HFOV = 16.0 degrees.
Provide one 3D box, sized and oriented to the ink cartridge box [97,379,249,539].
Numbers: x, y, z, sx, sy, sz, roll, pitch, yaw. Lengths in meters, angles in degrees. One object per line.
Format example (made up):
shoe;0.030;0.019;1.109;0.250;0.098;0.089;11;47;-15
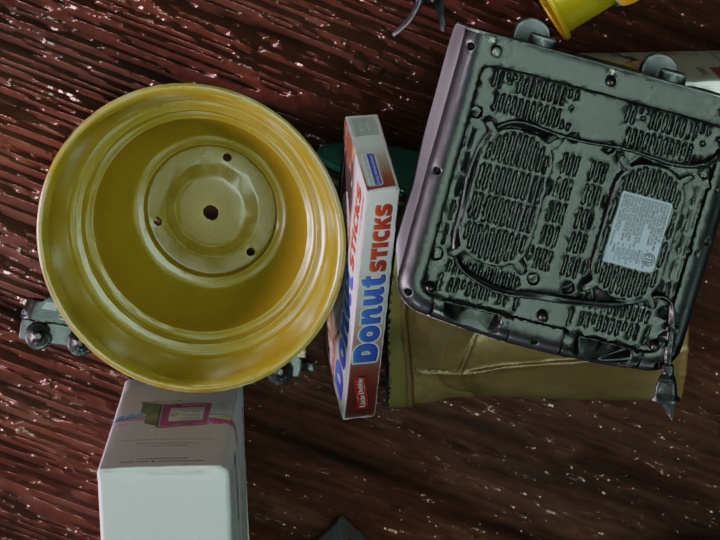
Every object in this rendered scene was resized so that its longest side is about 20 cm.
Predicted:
ink cartridge box;-0.117;0.164;1.645;0.084;0.200;0.146;-1;103;1

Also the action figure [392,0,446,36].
action figure;0.043;-0.245;1.604;0.118;0.102;0.201;-6;103;-13

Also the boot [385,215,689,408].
boot;0.115;0.024;1.667;0.199;0.066;0.176;-2;143;0

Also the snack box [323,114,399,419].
snack box;0.000;0.000;1.629;0.024;0.072;0.201;-5;134;-11

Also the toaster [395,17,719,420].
toaster;0.122;-0.040;1.527;0.180;0.119;0.201;14;101;-4

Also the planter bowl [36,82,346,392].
planter bowl;-0.102;-0.029;1.649;0.199;0.083;0.202;2;105;7

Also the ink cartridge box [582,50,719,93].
ink cartridge box;0.159;-0.100;1.635;0.199;0.117;0.068;-2;104;-3

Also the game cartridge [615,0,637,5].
game cartridge;0.137;-0.292;1.571;0.200;0.032;0.177;37;71;-16

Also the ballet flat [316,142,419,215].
ballet flat;0.062;-0.040;1.675;0.199;0.071;0.071;4;103;-4

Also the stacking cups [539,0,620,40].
stacking cups;0.202;-0.224;1.644;0.199;0.061;0.061;-31;103;0

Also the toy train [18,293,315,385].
toy train;-0.127;0.042;1.700;0.199;0.034;0.046;9;91;-4

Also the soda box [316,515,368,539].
soda box;0.034;0.263;1.745;0.068;0.064;0.200;-44;103;8
